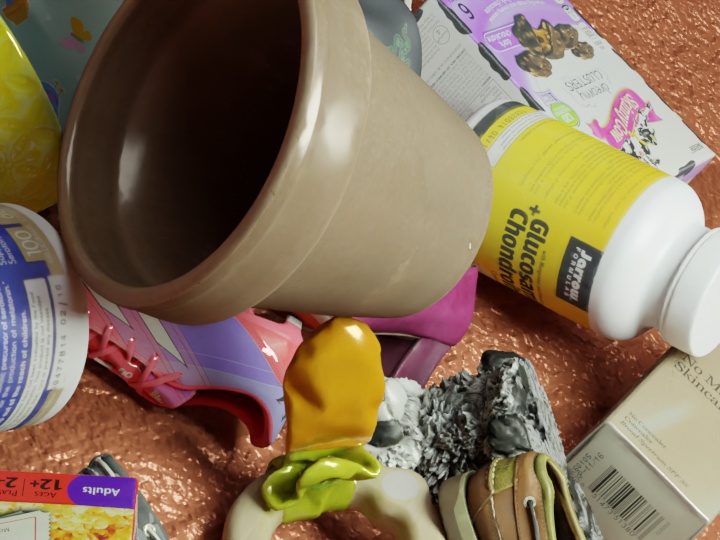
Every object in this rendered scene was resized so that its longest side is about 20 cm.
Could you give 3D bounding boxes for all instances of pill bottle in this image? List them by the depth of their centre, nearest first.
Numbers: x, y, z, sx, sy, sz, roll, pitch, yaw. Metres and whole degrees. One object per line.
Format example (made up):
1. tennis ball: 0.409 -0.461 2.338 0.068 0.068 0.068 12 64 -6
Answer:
1. pill bottle: -0.246 0.032 1.232 0.200 0.120 0.120 -8 58 -46
2. pill bottle: 0.149 -0.024 1.596 0.200 0.112 0.112 28 30 26

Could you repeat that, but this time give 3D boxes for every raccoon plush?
1. raccoon plush: 0.055 0.138 1.452 0.097 0.134 0.200 -71 141 -67

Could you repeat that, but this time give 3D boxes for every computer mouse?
1. computer mouse: 0.013 -0.113 1.426 0.053 0.200 0.139 4 81 9

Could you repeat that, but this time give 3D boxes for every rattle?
1. rattle: -0.007 0.150 1.302 0.130 0.143 0.200 24 40 -10

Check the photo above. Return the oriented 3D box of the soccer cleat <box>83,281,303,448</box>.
1. soccer cleat: -0.125 0.036 1.389 0.200 0.067 0.077 20 67 -17

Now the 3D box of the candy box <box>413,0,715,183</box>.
1. candy box: 0.134 -0.114 1.753 0.200 0.072 0.168 48 31 10

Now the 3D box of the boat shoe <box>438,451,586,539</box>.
1. boat shoe: 0.112 0.196 1.368 0.200 0.068 0.072 64 22 -10

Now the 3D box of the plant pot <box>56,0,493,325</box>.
1. plant pot: -0.030 -0.054 1.275 0.175 0.200 0.200 22 39 -40

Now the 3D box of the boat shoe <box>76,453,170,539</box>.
1. boat shoe: -0.084 0.178 1.255 0.200 0.072 0.068 45 58 8

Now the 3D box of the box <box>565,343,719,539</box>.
1. box: 0.206 0.108 1.590 0.095 0.078 0.200 44 36 5

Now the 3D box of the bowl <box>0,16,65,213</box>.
1. bowl: -0.257 -0.092 1.331 0.108 0.200 0.200 -38 79 -21

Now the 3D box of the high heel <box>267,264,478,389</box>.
1. high heel: 0.000 0.000 1.456 0.067 0.096 0.200 20 -13 34

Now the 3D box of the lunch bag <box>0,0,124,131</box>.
1. lunch bag: -0.109 -0.128 1.419 0.200 0.170 0.122 14 29 22

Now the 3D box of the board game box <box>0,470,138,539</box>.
1. board game box: -0.184 0.180 1.144 0.151 0.046 0.200 3 44 -4
